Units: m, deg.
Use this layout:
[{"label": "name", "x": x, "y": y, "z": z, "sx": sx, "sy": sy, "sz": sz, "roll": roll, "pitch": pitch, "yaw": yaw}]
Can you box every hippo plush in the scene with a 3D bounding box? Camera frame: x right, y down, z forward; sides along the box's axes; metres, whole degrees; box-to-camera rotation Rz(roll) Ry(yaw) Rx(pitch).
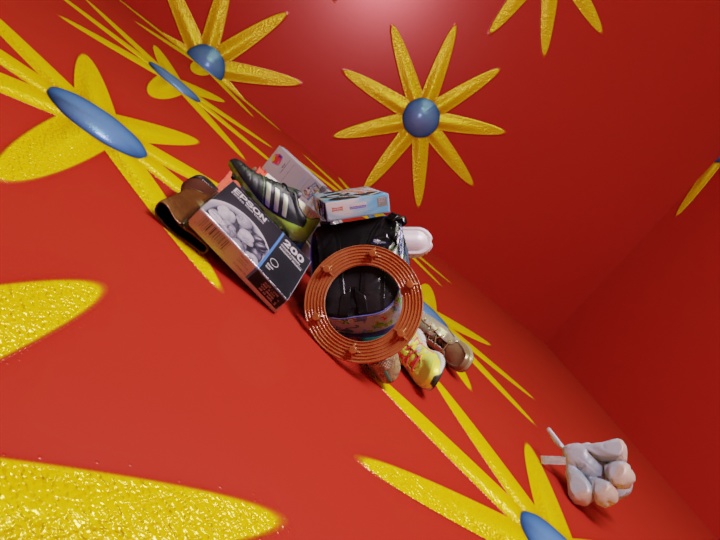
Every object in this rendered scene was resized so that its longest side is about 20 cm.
[{"label": "hippo plush", "x": 0.519, "y": 0.470, "z": 1.399, "sx": 0.198, "sy": 0.160, "sz": 0.161, "roll": -2, "pitch": -41, "yaw": 36}]

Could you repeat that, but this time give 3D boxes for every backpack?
[{"label": "backpack", "x": 0.004, "y": 0.021, "z": 1.137, "sx": 0.147, "sy": 0.181, "sz": 0.202, "roll": 68, "pitch": 19, "yaw": -55}]

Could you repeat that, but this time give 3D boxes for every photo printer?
[{"label": "photo printer", "x": 0.067, "y": -0.065, "z": 1.467, "sx": 0.198, "sy": 0.070, "sz": 0.166, "roll": 0, "pitch": -1, "yaw": -5}]

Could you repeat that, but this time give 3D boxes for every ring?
[{"label": "ring", "x": 0.005, "y": 0.052, "z": 1.032, "sx": 0.200, "sy": 0.200, "sz": 0.019, "roll": 44, "pitch": -9, "yaw": 16}]

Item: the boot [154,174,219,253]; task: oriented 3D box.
[{"label": "boot", "x": -0.238, "y": -0.078, "z": 1.059, "sx": 0.188, "sy": 0.068, "sz": 0.200, "roll": 47, "pitch": 14, "yaw": -16}]

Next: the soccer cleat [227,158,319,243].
[{"label": "soccer cleat", "x": -0.160, "y": -0.138, "z": 1.159, "sx": 0.200, "sy": 0.081, "sz": 0.067, "roll": 47, "pitch": -12, "yaw": -12}]

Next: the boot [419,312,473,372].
[{"label": "boot", "x": 0.178, "y": 0.160, "z": 1.522, "sx": 0.154, "sy": 0.072, "sz": 0.200, "roll": 35, "pitch": 7, "yaw": -30}]

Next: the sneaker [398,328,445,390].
[{"label": "sneaker", "x": 0.098, "y": 0.167, "z": 1.245, "sx": 0.090, "sy": 0.079, "sz": 0.200, "roll": 26, "pitch": 11, "yaw": -25}]

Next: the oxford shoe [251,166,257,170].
[{"label": "oxford shoe", "x": -0.198, "y": -0.165, "z": 1.500, "sx": 0.199, "sy": 0.074, "sz": 0.071, "roll": 37, "pitch": 11, "yaw": -19}]

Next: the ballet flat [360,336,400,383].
[{"label": "ballet flat", "x": 0.038, "y": 0.151, "z": 1.147, "sx": 0.200, "sy": 0.070, "sz": 0.066, "roll": -82, "pitch": 149, "yaw": -74}]

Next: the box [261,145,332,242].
[{"label": "box", "x": -0.153, "y": -0.152, "z": 1.391, "sx": 0.200, "sy": 0.156, "sz": 0.041, "roll": 42, "pitch": 9, "yaw": 11}]

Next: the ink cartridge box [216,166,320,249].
[{"label": "ink cartridge box", "x": -0.190, "y": -0.117, "z": 1.227, "sx": 0.199, "sy": 0.067, "sz": 0.117, "roll": 38, "pitch": 47, "yaw": -13}]

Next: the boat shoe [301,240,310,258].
[{"label": "boat shoe", "x": -0.167, "y": -0.090, "z": 1.339, "sx": 0.200, "sy": 0.070, "sz": 0.066, "roll": 43, "pitch": 4, "yaw": 10}]

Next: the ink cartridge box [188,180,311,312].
[{"label": "ink cartridge box", "x": -0.172, "y": -0.054, "z": 1.054, "sx": 0.198, "sy": 0.043, "sz": 0.200, "roll": 47, "pitch": 24, "yaw": -13}]

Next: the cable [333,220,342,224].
[{"label": "cable", "x": -0.124, "y": -0.146, "z": 1.700, "sx": 0.199, "sy": 0.069, "sz": 0.200, "roll": 37, "pitch": 11, "yaw": -15}]

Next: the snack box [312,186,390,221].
[{"label": "snack box", "x": -0.022, "y": -0.129, "z": 1.190, "sx": 0.200, "sy": 0.115, "sz": 0.038, "roll": -135, "pitch": -143, "yaw": -74}]
